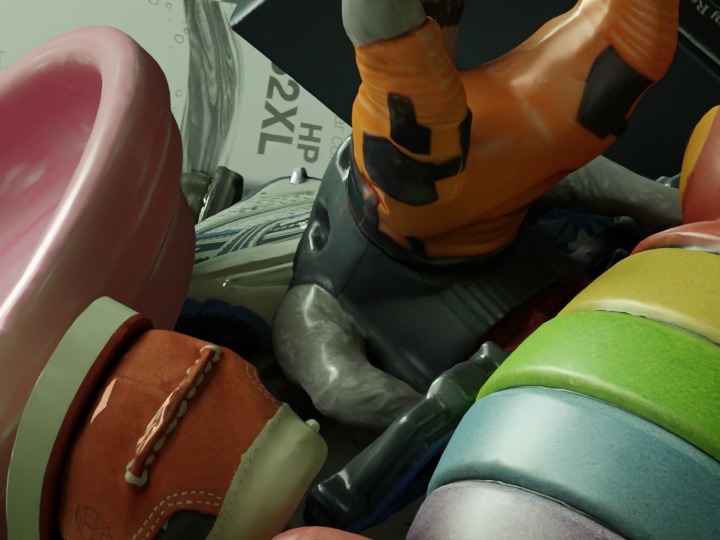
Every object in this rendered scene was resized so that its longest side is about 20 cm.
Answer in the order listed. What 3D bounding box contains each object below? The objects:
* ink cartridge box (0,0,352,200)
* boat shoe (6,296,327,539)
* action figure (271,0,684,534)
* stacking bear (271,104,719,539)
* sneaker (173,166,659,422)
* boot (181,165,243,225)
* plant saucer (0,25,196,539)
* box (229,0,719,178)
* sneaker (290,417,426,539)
[{"bbox_3d":[-0.062,-0.078,0.994,0.084,0.199,0.146,104,175,-63],"label":"ink cartridge box"},{"bbox_3d":[-0.043,0.074,0.699,0.200,0.062,0.071,98,-162,-61],"label":"boat shoe"},{"bbox_3d":[0.040,-0.030,0.738,0.200,0.104,0.194,-27,-35,-44],"label":"action figure"},{"bbox_3d":[0.080,0.037,0.660,0.200,0.113,0.122,-53,-21,-23],"label":"stacking bear"},{"bbox_3d":[0.000,0.000,0.838,0.199,0.077,0.085,-12,30,-4],"label":"sneaker"},{"bbox_3d":[-0.147,0.005,0.934,0.200,0.174,0.069,-50,13,33],"label":"boot"},{"bbox_3d":[-0.110,0.028,0.767,0.200,0.051,0.201,-41,22,21],"label":"plant saucer"},{"bbox_3d":[0.069,-0.115,0.901,0.107,0.148,0.201,-36,24,39],"label":"box"},{"bbox_3d":[0.001,0.083,0.842,0.080,0.071,0.201,-20,36,30],"label":"sneaker"}]
